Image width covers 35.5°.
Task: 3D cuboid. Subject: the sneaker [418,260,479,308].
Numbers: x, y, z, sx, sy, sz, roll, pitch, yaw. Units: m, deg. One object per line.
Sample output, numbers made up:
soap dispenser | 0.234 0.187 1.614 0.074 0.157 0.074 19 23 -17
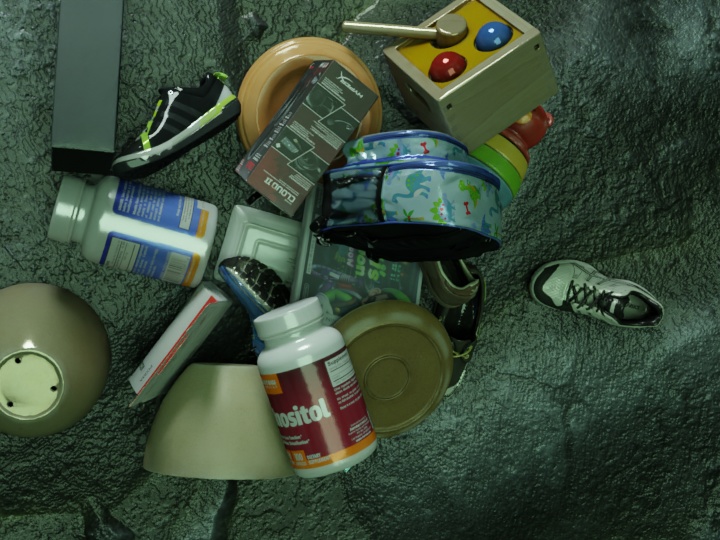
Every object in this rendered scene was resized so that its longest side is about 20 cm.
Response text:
sneaker | 0.095 -0.047 1.501 0.070 0.075 0.201 -35 91 -31

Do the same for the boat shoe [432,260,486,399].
boat shoe | 0.130 0.088 1.579 0.071 0.061 0.203 7 99 -14

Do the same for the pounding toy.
pounding toy | 0.113 -0.275 1.454 0.183 0.200 0.143 -34 134 -5

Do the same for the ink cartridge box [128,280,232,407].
ink cartridge box | -0.238 0.089 1.425 0.050 0.200 0.161 37 91 4

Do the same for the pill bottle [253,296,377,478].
pill bottle | -0.060 0.142 1.383 0.112 0.113 0.202 -20 96 -8

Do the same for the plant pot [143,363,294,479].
plant pot | -0.177 0.190 1.462 0.198 0.200 0.136 4 86 -13

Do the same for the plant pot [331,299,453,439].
plant pot | 0.033 0.136 1.472 0.198 0.028 0.202 -6 112 -15

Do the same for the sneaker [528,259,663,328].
sneaker | 0.341 0.035 1.603 0.198 0.088 0.076 10 100 -13

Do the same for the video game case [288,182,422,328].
video game case | 0.000 0.000 1.497 0.180 0.023 0.202 17 68 -22

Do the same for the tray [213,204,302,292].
tray | -0.091 -0.011 1.531 0.198 0.022 0.108 16 97 -15

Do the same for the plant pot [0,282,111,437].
plant pot | -0.417 0.128 1.426 0.198 0.134 0.203 -3 101 -12

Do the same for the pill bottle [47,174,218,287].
pill bottle | -0.290 -0.055 1.432 0.198 0.112 0.113 16 97 -14

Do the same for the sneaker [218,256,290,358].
sneaker | -0.126 0.070 1.487 0.089 0.079 0.201 -37 93 25

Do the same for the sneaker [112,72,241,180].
sneaker | -0.244 -0.188 1.432 0.199 0.072 0.083 -36 92 -29

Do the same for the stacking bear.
stacking bear | 0.180 -0.151 1.523 0.121 0.114 0.201 34 79 19

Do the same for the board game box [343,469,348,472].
board game box | -0.001 0.150 1.545 0.200 0.047 0.151 -44 89 1

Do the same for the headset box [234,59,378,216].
headset box | -0.077 -0.160 1.404 0.077 0.149 0.201 37 92 -15

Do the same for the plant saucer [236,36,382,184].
plant saucer | -0.065 -0.207 1.493 0.198 0.037 0.202 -2 100 -12

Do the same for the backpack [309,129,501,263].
backpack | 0.069 -0.090 1.371 0.183 0.198 0.149 15 77 -58

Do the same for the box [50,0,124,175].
box | -0.328 -0.228 1.351 0.078 0.141 0.202 4 83 -12
